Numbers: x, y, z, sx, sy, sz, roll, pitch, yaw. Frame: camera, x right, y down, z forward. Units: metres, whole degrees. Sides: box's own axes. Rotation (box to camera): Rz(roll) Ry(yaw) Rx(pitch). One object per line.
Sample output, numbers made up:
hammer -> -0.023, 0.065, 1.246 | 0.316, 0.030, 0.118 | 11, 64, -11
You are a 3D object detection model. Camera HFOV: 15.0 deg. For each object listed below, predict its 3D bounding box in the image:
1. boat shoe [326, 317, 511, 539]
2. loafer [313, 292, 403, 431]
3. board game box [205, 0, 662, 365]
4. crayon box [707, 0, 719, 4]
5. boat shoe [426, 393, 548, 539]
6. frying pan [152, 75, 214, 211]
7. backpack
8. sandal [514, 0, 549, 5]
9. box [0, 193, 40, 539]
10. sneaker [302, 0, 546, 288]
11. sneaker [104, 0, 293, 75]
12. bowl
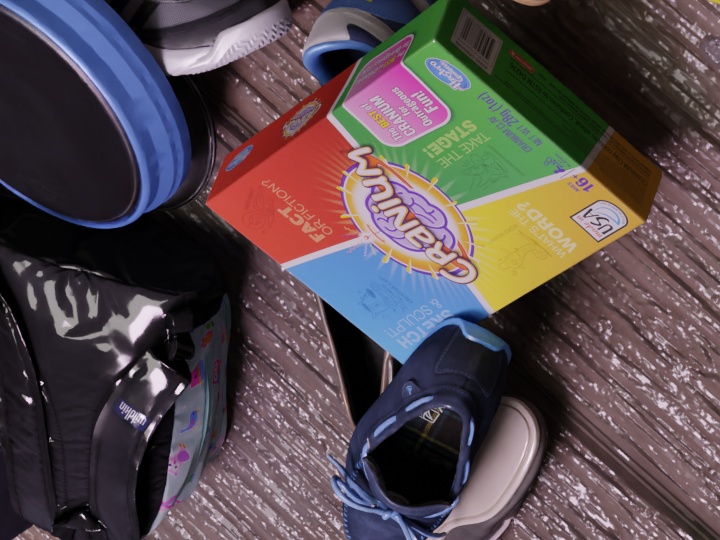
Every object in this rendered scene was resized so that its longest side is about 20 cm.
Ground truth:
boat shoe -> 0.022, 0.105, 1.526 | 0.084, 0.069, 0.201 | 20, 138, 5
loafer -> 0.000, 0.000, 1.579 | 0.072, 0.063, 0.201 | -3, 111, 38
board game box -> 0.036, -0.044, 1.447 | 0.153, 0.040, 0.200 | 39, 137, -18
crayon box -> 0.127, -0.218, 1.375 | 0.199, 0.051, 0.128 | 23, 125, 27
boat shoe -> 0.058, 0.136, 1.623 | 0.067, 0.057, 0.200 | 52, 130, 19
frying pan -> -0.172, -0.094, 1.687 | 0.189, 0.031, 0.116 | 12, 119, 29
backpack -> -0.150, 0.071, 1.687 | 0.166, 0.126, 0.201 | 18, 122, 25
sandal -> 0.065, -0.235, 1.327 | 0.069, 0.077, 0.213 | -19, 95, 48
box -> -0.289, 0.052, 1.790 | 0.199, 0.124, 0.198 | 14, 123, 31
sneaker -> 0.035, -0.067, 1.505 | 0.074, 0.082, 0.200 | -31, 96, 42
sneaker -> -0.131, -0.177, 1.576 | 0.199, 0.075, 0.114 | 6, 119, 38
bowl -> -0.190, -0.106, 1.601 | 0.200, 0.039, 0.201 | 29, 149, 20
